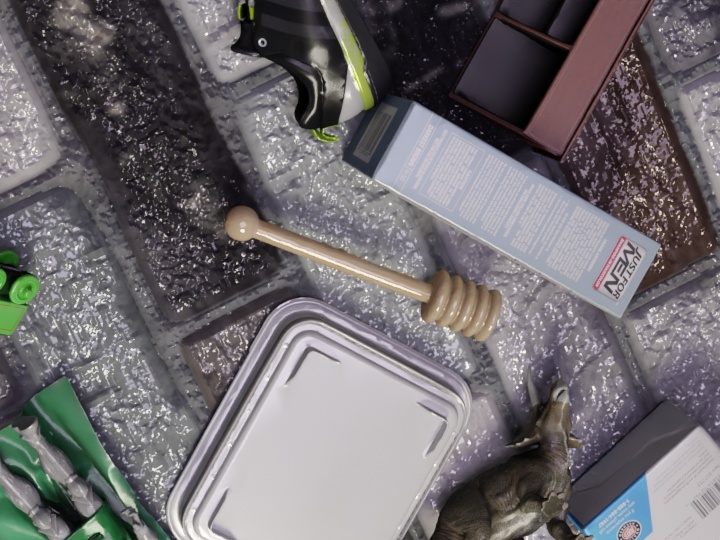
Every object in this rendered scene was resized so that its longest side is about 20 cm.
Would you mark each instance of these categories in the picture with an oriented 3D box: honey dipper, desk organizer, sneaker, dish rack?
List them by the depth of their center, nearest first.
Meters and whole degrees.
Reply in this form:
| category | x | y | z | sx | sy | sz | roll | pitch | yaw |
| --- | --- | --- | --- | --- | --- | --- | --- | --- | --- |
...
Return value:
| category | x | y | z | sx | sy | sz | roll | pitch | yaw |
| --- | --- | --- | --- | --- | --- | --- | --- | --- | --- |
| sneaker | -0.054 | -0.174 | 1.078 | 0.083 | 0.072 | 0.201 | -32 | 106 | -3 |
| desk organizer | 0.146 | -0.182 | 1.121 | 0.077 | 0.072 | 0.201 | 28 | 94 | -14 |
| honey dipper | 0.000 | 0.000 | 1.140 | 0.199 | 0.038 | 0.038 | 19 | 97 | -12 |
| dish rack | -0.024 | 0.138 | 1.165 | 0.171 | 0.044 | 0.201 | 28 | 95 | -17 |

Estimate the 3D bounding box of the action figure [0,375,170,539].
| category | x | y | z | sx | sy | sz | roll | pitch | yaw |
| --- | --- | --- | --- | --- | --- | --- | --- | --- | --- |
| action figure | -0.182 | 0.185 | 1.137 | 0.118 | 0.055 | 0.200 | -41 | 111 | -5 |

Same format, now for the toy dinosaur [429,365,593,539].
| category | x | y | z | sx | sy | sz | roll | pitch | yaw |
| --- | --- | --- | --- | --- | --- | --- | --- | --- | --- |
| toy dinosaur | 0.102 | 0.173 | 1.181 | 0.077 | 0.102 | 0.200 | 38 | 101 | -30 |

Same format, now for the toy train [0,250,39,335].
| category | x | y | z | sx | sy | sz | roll | pitch | yaw |
| --- | --- | --- | --- | --- | --- | --- | --- | --- | --- |
| toy train | -0.283 | 0.004 | 1.029 | 0.200 | 0.042 | 0.057 | 16 | 112 | -53 |

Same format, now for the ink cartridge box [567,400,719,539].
| category | x | y | z | sx | sy | sz | roll | pitch | yaw |
| --- | --- | --- | --- | --- | --- | --- | --- | --- | --- |
| ink cartridge box | 0.254 | 0.212 | 1.227 | 0.116 | 0.068 | 0.200 | -41 | 106 | -1 |

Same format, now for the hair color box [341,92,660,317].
| category | x | y | z | sx | sy | sz | roll | pitch | yaw |
| --- | --- | --- | --- | --- | --- | --- | --- | --- | --- |
| hair color box | 0.094 | -0.046 | 1.123 | 0.199 | 0.099 | 0.061 | 29 | 94 | -16 |
